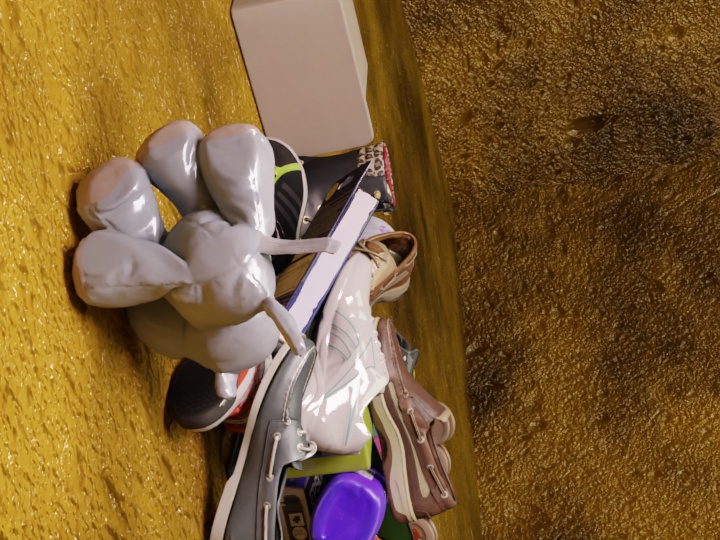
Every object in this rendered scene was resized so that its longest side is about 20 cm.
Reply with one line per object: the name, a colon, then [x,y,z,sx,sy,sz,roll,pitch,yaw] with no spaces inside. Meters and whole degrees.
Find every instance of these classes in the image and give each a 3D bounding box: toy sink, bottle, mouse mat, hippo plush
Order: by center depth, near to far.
hippo plush: [-0.102,-0.005,0.976,0.161,0.198,0.160,80,26,-64]
bottle: [-0.008,0.237,1.353,0.084,0.065,0.200,-64,176,0]
mouse mat: [0.005,0.212,1.481,0.202,0.007,0.161,68,-16,-2]
toy sink: [-0.063,-0.253,1.603,0.112,0.129,0.201,-86,163,-57]

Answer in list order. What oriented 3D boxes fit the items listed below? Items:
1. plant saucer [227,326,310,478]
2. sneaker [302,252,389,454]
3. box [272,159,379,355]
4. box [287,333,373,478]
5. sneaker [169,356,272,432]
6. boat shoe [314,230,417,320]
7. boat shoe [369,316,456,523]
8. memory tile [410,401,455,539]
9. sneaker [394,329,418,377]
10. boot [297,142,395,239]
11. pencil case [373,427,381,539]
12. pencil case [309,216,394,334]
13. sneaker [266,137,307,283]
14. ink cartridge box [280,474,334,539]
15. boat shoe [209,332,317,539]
plant saucer: [-0.086,0.115,1.272,0.019,0.070,0.201,36,33,-18]
sneaker: [-0.011,0.080,1.257,0.071,0.080,0.202,115,-10,-65]
box: [-0.043,-0.009,1.296,0.201,0.032,0.121,-62,-167,-17]
box: [-0.048,0.136,1.325,0.201,0.121,0.048,-85,165,-56]
sneaker: [-0.108,0.105,1.150,0.202,0.067,0.109,-88,163,-62]
boat shoe: [0.000,0.000,1.421,0.200,0.075,0.074,-30,150,-60]
boat shoe: [0.053,0.142,1.314,0.075,0.074,0.204,-40,119,-79]
memory tile: [0.044,0.238,1.641,0.017,0.152,0.202,-14,118,-48]
sneaker: [0.020,0.101,1.486,0.200,0.074,0.085,32,-76,66]
boot: [-0.040,-0.056,1.464,0.074,0.152,0.205,69,15,-50]
pencil case: [0.018,0.228,1.591,0.088,0.087,0.202,-65,163,-74]
pencil case: [-0.022,0.016,1.544,0.200,0.090,0.084,-54,133,-50]
sneaker: [-0.096,-0.064,1.385,0.083,0.071,0.202,64,19,-58]
ink cartridge box: [-0.054,0.231,1.448,0.198,0.043,0.202,-72,151,-70]
boat shoe: [-0.066,0.153,1.132,0.073,0.061,0.202,40,69,-74]
